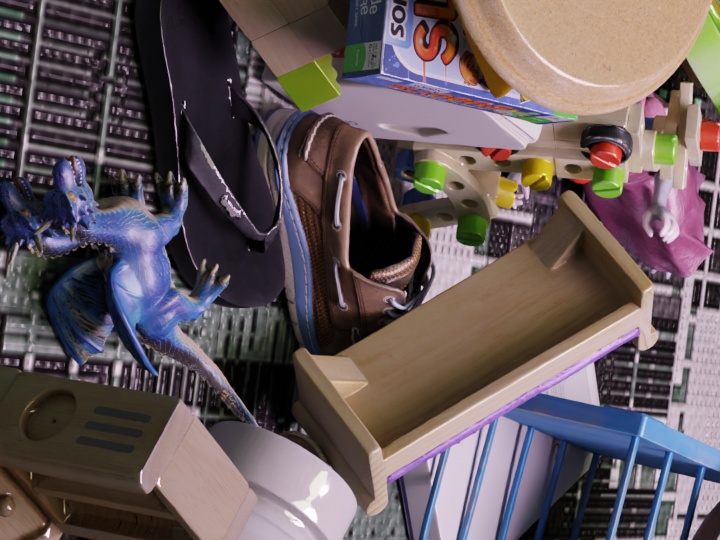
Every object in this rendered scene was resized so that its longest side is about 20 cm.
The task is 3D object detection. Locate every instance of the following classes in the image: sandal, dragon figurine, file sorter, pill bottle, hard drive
[{"bbox_3d":[-0.075,-0.065,1.441,0.076,0.043,0.201,-43,129,-43],"label":"sandal"},{"bbox_3d":[-0.120,0.016,1.376,0.099,0.059,0.201,-47,131,-41],"label":"dragon figurine"},{"bbox_3d":[0.145,0.153,1.675,0.200,0.138,0.123,24,80,-55],"label":"file sorter"},{"bbox_3d":[-0.085,0.185,1.405,0.201,0.109,0.110,-60,140,-24],"label":"pill bottle"},{"bbox_3d":[0.091,0.106,1.728,0.200,0.025,0.133,-38,126,-46],"label":"hard drive"}]

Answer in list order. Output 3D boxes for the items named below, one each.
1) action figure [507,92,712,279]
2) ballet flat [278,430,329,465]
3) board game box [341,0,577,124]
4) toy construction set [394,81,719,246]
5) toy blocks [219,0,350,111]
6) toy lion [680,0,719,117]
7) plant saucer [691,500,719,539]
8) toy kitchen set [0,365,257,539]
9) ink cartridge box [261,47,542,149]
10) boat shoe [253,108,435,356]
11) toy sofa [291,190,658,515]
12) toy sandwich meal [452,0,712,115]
[{"bbox_3d":[0.177,-0.080,1.711,0.149,0.133,0.200,-59,152,-16],"label":"action figure"},{"bbox_3d":[-0.039,0.177,1.537,0.062,0.067,0.201,-69,159,-70],"label":"ballet flat"},{"bbox_3d":[0.061,-0.185,1.396,0.135,0.034,0.201,9,83,-37],"label":"board game box"},{"bbox_3d":[0.111,-0.068,1.566,0.131,0.199,0.093,76,8,-59],"label":"toy construction set"},{"bbox_3d":[-0.053,-0.203,1.408,0.200,0.100,0.137,52,31,-28],"label":"toy blocks"},{"bbox_3d":[0.243,-0.128,1.784,0.200,0.068,0.192,46,21,-48],"label":"toy lion"},{"bbox_3d":[0.238,0.211,1.682,0.200,0.032,0.201,-25,122,-49],"label":"plant saucer"},{"bbox_3d":[-0.192,0.122,1.185,0.201,0.180,0.163,-62,139,-27],"label":"toy kitchen set"},{"bbox_3d":[0.044,-0.178,1.504,0.083,0.145,0.201,29,72,-52],"label":"ink cartridge box"},{"bbox_3d":[0.000,0.000,1.535,0.072,0.072,0.201,-54,137,-36],"label":"boat shoe"},{"bbox_3d":[0.064,0.053,1.517,0.199,0.083,0.098,-30,149,-16],"label":"toy sofa"},{"bbox_3d":[0.098,-0.177,1.363,0.204,0.070,0.207,-2,93,-37],"label":"toy sandwich meal"}]
